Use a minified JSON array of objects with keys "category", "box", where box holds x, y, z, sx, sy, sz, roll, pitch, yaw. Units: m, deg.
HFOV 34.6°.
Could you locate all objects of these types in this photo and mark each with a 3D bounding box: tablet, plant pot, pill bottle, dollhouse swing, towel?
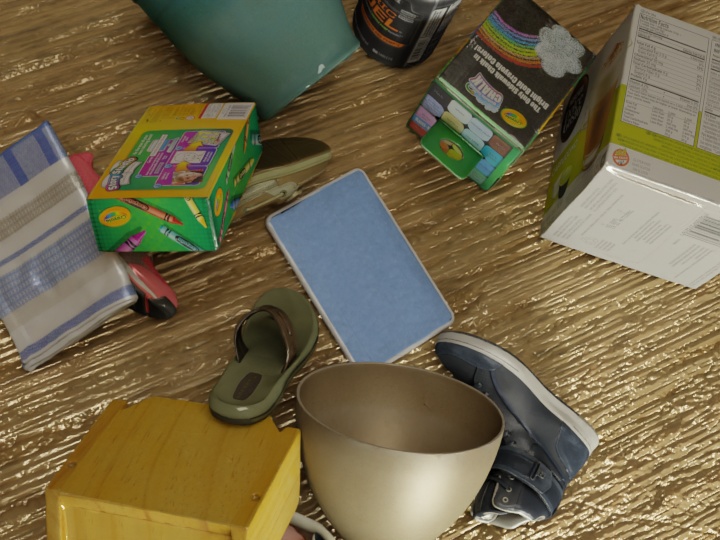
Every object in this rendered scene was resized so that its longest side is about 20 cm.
[{"category":"tablet","box":[0.000,0.000,1.232,0.129,0.014,0.201,-29,82,-20]},{"category":"plant pot","box":[0.028,0.188,1.102,0.197,0.201,0.136,5,108,-11]},{"category":"pill bottle","box":[0.061,-0.310,1.246,0.105,0.200,0.108,4,71,-12]},{"category":"dollhouse swing","box":[-0.161,0.248,1.062,0.197,0.178,0.182,5,34,19]},{"category":"towel","box":[-0.311,-0.022,1.116,0.146,0.024,0.202,-30,83,17]},{"category":"plant pot","box":[-0.105,-0.268,1.206,0.200,0.200,0.189,-40,99,-21]}]

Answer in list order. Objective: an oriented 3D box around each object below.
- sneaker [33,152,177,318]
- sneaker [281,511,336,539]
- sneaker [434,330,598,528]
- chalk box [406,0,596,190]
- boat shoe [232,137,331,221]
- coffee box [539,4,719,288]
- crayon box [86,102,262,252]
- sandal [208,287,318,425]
[{"category":"sneaker","box":[-0.241,-0.041,1.157,0.200,0.074,0.087,46,67,4]},{"category":"sneaker","box":[-0.032,0.298,1.095,0.199,0.079,0.079,36,67,-2]},{"category":"sneaker","box":[0.132,0.168,1.175,0.202,0.077,0.147,39,66,0]},{"category":"chalk box","box":[0.140,-0.181,1.266,0.125,0.124,0.200,40,69,1]},{"category":"boat shoe","box":[-0.119,-0.083,1.210,0.199,0.064,0.073,-25,36,-23]},{"category":"coffee box","box":[0.330,-0.128,1.251,0.197,0.200,0.200,17,68,-6]},{"category":"crayon box","box":[-0.175,-0.095,1.124,0.117,0.059,0.201,0,33,10]},{"category":"sandal","box":[-0.090,0.071,1.116,0.079,0.058,0.202,1,30,12]}]
